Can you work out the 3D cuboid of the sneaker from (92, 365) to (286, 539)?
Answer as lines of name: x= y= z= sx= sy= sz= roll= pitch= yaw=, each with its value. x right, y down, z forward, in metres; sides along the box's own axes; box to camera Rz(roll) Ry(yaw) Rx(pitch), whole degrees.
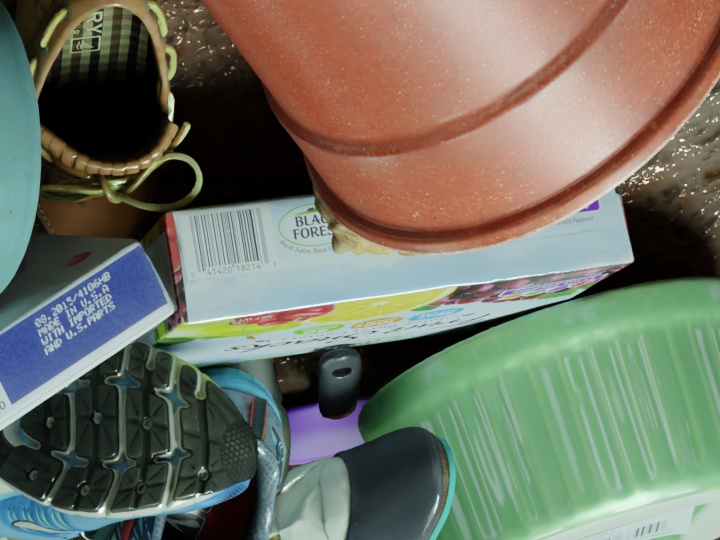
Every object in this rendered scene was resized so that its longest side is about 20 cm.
sneaker: x=-0.089 y=0.144 z=1.212 sx=0.079 sy=0.096 sz=0.201 roll=16 pitch=99 yaw=-17

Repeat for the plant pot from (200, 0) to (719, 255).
plant pot: x=0.009 y=-0.142 z=0.960 sx=0.200 sy=0.201 sz=0.195 roll=-28 pitch=133 yaw=19

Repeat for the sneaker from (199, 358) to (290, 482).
sneaker: x=-0.072 y=0.104 z=1.338 sx=0.073 sy=0.071 sz=0.200 roll=-8 pitch=143 yaw=-7

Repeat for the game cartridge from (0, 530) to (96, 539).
game cartridge: x=-0.189 y=0.150 z=1.259 sx=0.199 sy=0.032 sz=0.177 roll=29 pitch=86 yaw=-15

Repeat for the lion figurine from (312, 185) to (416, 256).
lion figurine: x=0.060 y=-0.092 z=1.073 sx=0.200 sy=0.123 sz=0.072 roll=-38 pitch=118 yaw=25

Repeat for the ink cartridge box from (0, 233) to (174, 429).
ink cartridge box: x=-0.203 y=0.047 z=1.112 sx=0.196 sy=0.200 sz=0.043 roll=-35 pitch=110 yaw=-27

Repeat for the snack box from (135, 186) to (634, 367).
snack box: x=0.000 y=0.000 z=1.182 sx=0.199 sy=0.053 sz=0.142 roll=-7 pitch=172 yaw=-16

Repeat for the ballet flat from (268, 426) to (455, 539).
ballet flat: x=-0.019 y=0.128 z=1.264 sx=0.073 sy=0.073 sz=0.200 roll=3 pitch=154 yaw=-20

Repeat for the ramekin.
ramekin: x=0.107 y=0.087 z=1.294 sx=0.199 sy=0.098 sz=0.200 roll=-16 pitch=164 yaw=-5

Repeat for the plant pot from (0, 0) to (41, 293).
plant pot: x=-0.228 y=-0.045 z=1.012 sx=0.187 sy=0.201 sz=0.200 roll=-5 pitch=145 yaw=-34

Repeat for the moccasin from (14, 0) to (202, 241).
moccasin: x=-0.104 y=-0.064 z=1.103 sx=0.073 sy=0.078 sz=0.202 roll=-4 pitch=147 yaw=-15

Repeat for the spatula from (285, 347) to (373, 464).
spatula: x=-0.012 y=0.065 z=1.306 sx=0.056 sy=0.021 sz=0.200 roll=-9 pitch=167 yaw=-5

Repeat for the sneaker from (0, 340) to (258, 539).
sneaker: x=-0.124 y=0.078 z=1.178 sx=0.199 sy=0.079 sz=0.090 roll=-2 pitch=159 yaw=32
